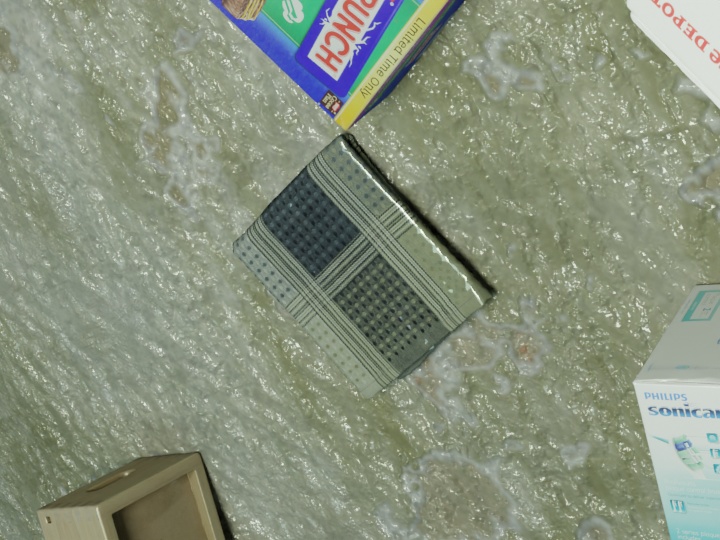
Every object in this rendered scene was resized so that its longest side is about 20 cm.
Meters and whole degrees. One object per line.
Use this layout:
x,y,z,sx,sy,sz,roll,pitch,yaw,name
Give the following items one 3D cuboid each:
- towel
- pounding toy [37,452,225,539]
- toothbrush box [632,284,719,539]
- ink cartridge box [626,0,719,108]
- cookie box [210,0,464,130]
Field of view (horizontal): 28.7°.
0.000,0.000,1.258,0.200,0.035,0.192,48,130,1,towel
-0.234,0.307,1.529,0.141,0.199,0.186,-11,98,38,pounding toy
0.286,0.131,1.063,0.085,0.146,0.201,0,119,34,toothbrush box
0.277,-0.200,0.871,0.147,0.082,0.201,51,137,23,ink cartridge box
-0.026,-0.238,1.083,0.200,0.075,0.171,43,133,2,cookie box
